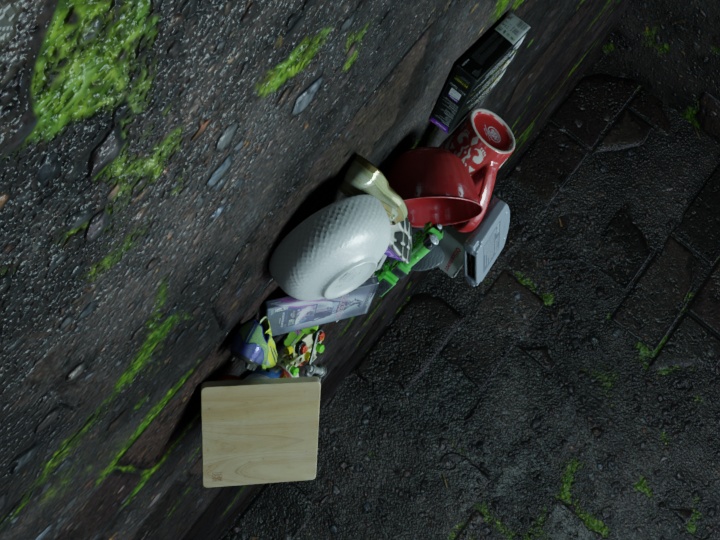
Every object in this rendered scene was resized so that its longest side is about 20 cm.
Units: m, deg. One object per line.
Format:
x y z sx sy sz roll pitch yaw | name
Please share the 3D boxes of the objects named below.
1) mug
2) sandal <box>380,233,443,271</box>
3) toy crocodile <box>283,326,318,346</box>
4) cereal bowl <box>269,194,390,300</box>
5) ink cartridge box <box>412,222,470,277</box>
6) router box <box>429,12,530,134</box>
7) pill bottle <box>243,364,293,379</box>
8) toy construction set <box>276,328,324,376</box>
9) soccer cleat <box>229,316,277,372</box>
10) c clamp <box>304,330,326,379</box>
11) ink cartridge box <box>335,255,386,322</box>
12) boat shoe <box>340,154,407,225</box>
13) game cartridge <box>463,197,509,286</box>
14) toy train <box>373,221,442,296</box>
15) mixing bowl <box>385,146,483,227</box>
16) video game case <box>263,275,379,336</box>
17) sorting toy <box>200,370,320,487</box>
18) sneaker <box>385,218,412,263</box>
0.212 -0.188 1.579 0.132 0.179 0.200 -26 164 -45 | mug
0.079 -0.035 1.713 0.043 0.195 0.078 11 77 -75 | sandal
-0.085 0.064 1.585 0.201 0.062 0.068 -49 -172 8 | toy crocodile
-0.034 -0.018 1.226 0.197 0.084 0.201 -30 163 -10 | cereal bowl
0.157 -0.098 1.737 0.084 0.199 0.146 -48 171 -23 | ink cartridge box
0.219 -0.362 1.504 0.200 0.051 0.150 -47 172 -32 | router box
-0.205 0.263 1.553 0.113 0.112 0.200 -56 171 26 | pill bottle
-0.131 0.188 1.716 0.200 0.090 0.134 -54 152 -59 | toy construction set
-0.165 0.119 1.360 0.200 0.064 0.085 50 66 -84 | soccer cleat
-0.097 0.222 1.633 0.200 0.026 0.174 77 31 -76 | c clamp
0.000 0.000 1.602 0.164 0.050 0.200 -62 170 20 | ink cartridge box
0.020 -0.113 1.298 0.064 0.073 0.201 -51 158 -3 | boat shoe
0.256 -0.060 1.655 0.134 0.040 0.201 -51 160 -14 | game cartridge
0.086 -0.019 1.553 0.200 0.041 0.057 -44 -162 38 | toy train
0.122 -0.155 1.477 0.200 0.195 0.111 78 11 -79 | mixing bowl
-0.072 0.064 1.414 0.195 0.019 0.143 -12 159 -14 | video game case
-0.173 0.262 1.401 0.070 0.195 0.203 -113 -155 -62 | sorting toy
0.029 -0.069 1.445 0.199 0.082 0.083 30 60 -51 | sneaker
